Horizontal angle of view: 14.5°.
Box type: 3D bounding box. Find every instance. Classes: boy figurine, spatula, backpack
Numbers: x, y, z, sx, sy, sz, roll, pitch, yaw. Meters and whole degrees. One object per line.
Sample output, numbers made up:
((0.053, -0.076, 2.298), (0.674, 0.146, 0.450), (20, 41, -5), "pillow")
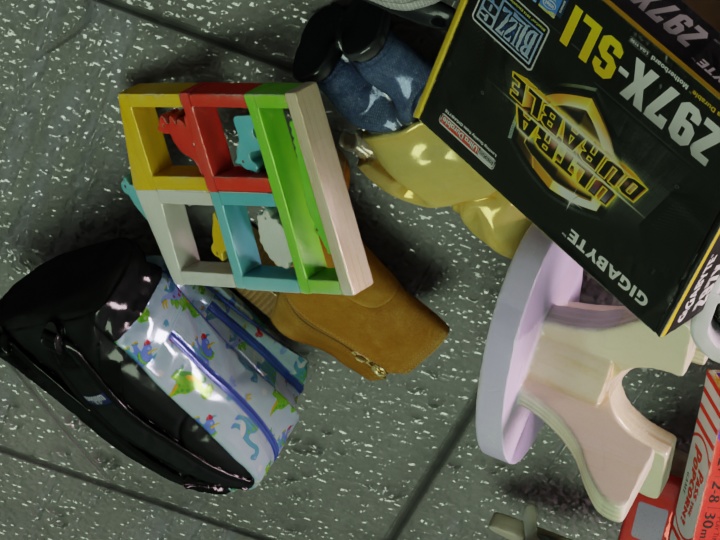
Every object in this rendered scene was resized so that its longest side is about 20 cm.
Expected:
((0.052, -0.084, 1.707), (0.124, 0.065, 0.200), (-23, 129, 36), "boy figurine")
((-0.035, -0.172, 1.635), (0.199, 0.021, 0.057), (15, 148, 9), "spatula")
((-0.129, 0.066, 1.880), (0.163, 0.154, 0.200), (-12, 120, 51), "backpack")

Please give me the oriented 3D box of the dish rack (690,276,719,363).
((0.286, -0.015, 1.583), (0.170, 0.044, 0.201), (12, 135, -1), "dish rack")

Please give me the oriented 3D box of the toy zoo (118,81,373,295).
((-0.083, -0.052, 1.735), (0.199, 0.020, 0.132), (4, 116, 46), "toy zoo")

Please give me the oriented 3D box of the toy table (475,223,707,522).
((0.149, 0.064, 1.779), (0.117, 0.185, 0.200), (21, 155, 15), "toy table")

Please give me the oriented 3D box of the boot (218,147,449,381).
((0.000, 0.001, 1.806), (0.144, 0.071, 0.201), (31, 152, -10), "boot")

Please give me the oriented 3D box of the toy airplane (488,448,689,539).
((0.206, 0.221, 1.962), (0.199, 0.142, 0.200), (43, 147, -20), "toy airplane")

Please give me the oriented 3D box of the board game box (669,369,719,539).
((0.309, 0.149, 1.839), (0.199, 0.046, 0.152), (5, 112, -12), "board game box")

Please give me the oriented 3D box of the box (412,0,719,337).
((0.134, -0.086, 1.554), (0.200, 0.049, 0.160), (43, 136, 19), "box")

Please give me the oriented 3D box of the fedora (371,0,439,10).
((0.011, -0.211, 1.543), (0.176, 0.091, 0.200), (-11, 135, 27), "fedora")

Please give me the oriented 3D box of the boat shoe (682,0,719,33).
((0.160, -0.130, 1.589), (0.066, 0.075, 0.199), (3, 160, -43), "boat shoe")
